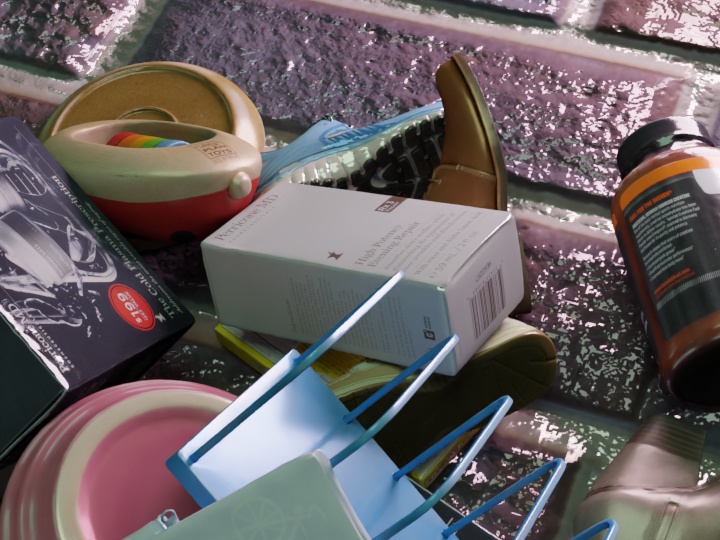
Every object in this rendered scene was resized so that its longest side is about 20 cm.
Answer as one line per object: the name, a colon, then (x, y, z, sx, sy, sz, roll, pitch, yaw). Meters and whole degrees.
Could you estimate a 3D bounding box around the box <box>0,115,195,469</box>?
box: (-0.238, 0.011, 0.865, 0.104, 0.182, 0.200, -43, 87, 22)

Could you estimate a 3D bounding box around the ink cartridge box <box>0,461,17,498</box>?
ink cartridge box: (-0.331, 0.086, 0.920, 0.144, 0.084, 0.200, -35, 62, 6)

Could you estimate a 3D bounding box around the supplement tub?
supplement tub: (0.239, -0.013, 0.936, 0.107, 0.107, 0.200, -10, 55, 0)

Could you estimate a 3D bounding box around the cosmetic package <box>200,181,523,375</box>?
cosmetic package: (0.000, 0.000, 0.900, 0.200, 0.074, 0.102, 11, 36, 32)

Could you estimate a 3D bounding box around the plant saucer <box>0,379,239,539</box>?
plant saucer: (-0.103, 0.145, 0.758, 0.200, 0.051, 0.201, 11, 52, -15)

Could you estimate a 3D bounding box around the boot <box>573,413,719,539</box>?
boot: (0.232, 0.177, 0.822, 0.200, 0.070, 0.146, 16, 58, 13)

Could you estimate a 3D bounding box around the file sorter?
file sorter: (0.026, 0.122, 0.728, 0.200, 0.123, 0.139, 50, 33, 0)

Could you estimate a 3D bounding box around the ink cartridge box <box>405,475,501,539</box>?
ink cartridge box: (0.007, 0.231, 0.834, 0.200, 0.043, 0.198, 29, 64, 25)

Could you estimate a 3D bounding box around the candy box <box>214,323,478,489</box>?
candy box: (-0.001, 0.065, 0.959, 0.200, 0.026, 0.102, 34, 62, 26)

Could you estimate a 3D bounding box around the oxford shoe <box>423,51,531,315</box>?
oxford shoe: (0.074, -0.062, 0.976, 0.071, 0.071, 0.200, -10, 82, 4)

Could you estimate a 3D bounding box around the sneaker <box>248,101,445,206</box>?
sneaker: (-0.002, -0.098, 1.045, 0.200, 0.078, 0.090, -20, 49, -10)

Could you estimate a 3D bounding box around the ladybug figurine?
ladybug figurine: (-0.154, -0.066, 0.984, 0.200, 0.072, 0.136, 15, 23, 43)

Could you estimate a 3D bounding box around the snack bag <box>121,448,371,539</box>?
snack bag: (-0.058, 0.205, 0.679, 0.200, 0.021, 0.189, -31, 94, 9)

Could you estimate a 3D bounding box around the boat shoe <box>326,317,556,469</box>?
boat shoe: (0.031, 0.083, 0.891, 0.200, 0.074, 0.066, -17, 25, -14)

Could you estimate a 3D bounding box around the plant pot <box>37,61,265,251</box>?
plant pot: (-0.179, -0.104, 1.099, 0.200, 0.028, 0.200, -3, 55, 4)
